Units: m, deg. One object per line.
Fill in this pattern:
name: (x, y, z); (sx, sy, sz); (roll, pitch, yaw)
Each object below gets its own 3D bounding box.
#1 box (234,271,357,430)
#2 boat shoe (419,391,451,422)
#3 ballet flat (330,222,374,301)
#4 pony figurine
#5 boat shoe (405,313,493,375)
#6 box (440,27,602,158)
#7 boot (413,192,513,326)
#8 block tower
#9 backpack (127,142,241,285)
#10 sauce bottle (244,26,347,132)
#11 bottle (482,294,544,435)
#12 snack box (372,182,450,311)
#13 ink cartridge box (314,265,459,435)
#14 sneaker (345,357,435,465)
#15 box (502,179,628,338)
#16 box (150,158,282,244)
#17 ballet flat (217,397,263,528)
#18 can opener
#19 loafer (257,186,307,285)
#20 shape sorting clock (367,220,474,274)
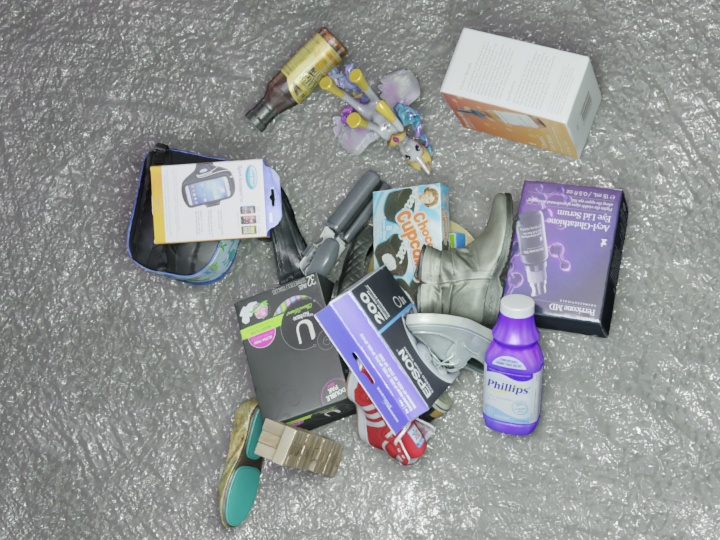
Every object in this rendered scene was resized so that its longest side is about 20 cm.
box: (-0.084, 0.129, 1.674); (0.148, 0.124, 0.201); (-21, 71, 15)
boat shoe: (0.050, 0.149, 1.644); (0.200, 0.074, 0.062); (47, 113, 14)
ballet flat: (0.000, 0.000, 1.678); (0.056, 0.067, 0.201); (17, 43, 3)
pony figurine: (0.024, -0.243, 1.717); (0.166, 0.200, 0.193); (-44, 51, 11)
boat shoe: (0.137, 0.109, 1.563); (0.070, 0.200, 0.072); (-6, 71, 42)
box: (0.242, -0.264, 1.646); (0.199, 0.152, 0.107); (18, 83, 23)
boot: (0.147, -0.023, 1.580); (0.130, 0.068, 0.202); (10, 86, 5)
block tower: (-0.087, 0.259, 1.599); (0.057, 0.200, 0.054); (17, 82, 22)
backpack: (-0.270, -0.081, 1.781); (0.182, 0.147, 0.202); (13, 83, 16)
sauce bottle: (-0.109, -0.314, 1.834); (0.200, 0.066, 0.066); (-46, 66, 6)
bottle: (0.216, 0.132, 1.544); (0.083, 0.065, 0.201); (10, 118, 19)
snack box: (0.077, -0.025, 1.658); (0.115, 0.037, 0.202); (-6, 80, 27)
ink cartridge box: (0.042, 0.104, 1.537); (0.043, 0.200, 0.199); (-34, 91, 28)
sneaker: (0.045, 0.202, 1.572); (0.112, 0.201, 0.071); (28, 59, 31)
box: (0.297, -0.016, 1.588); (0.147, 0.104, 0.202); (7, 78, 20)
box: (-0.218, -0.105, 1.682); (0.198, 0.041, 0.120); (-3, 89, 3)
ballet flat: (-0.186, 0.295, 1.705); (0.070, 0.071, 0.202); (12, 81, 22)
can opener: (-0.019, -0.063, 1.722); (0.200, 0.053, 0.067); (-53, 36, -6)
loafer: (-0.136, -0.072, 1.775); (0.070, 0.068, 0.202); (-23, 73, 2)
shape sorting clock: (0.101, 0.018, 1.683); (0.199, 0.039, 0.202); (-5, 80, 29)
